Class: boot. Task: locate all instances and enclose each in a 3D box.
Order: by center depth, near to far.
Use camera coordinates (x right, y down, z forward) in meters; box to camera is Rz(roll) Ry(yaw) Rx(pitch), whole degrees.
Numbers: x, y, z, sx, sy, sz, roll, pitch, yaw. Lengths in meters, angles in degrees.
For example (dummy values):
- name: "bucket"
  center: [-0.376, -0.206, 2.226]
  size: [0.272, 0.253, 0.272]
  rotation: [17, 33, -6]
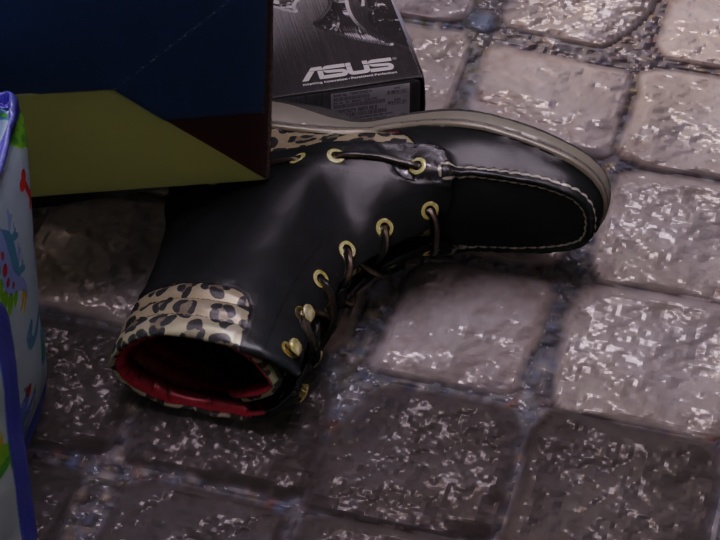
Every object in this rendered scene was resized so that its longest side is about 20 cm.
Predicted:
- name: "boot"
  center: [-0.001, 0.001, 1.025]
  size: [0.203, 0.074, 0.154]
  rotation: [8, 47, 11]

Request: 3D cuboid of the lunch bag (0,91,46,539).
- name: "lunch bag"
  center: [-0.189, 0.049, 0.898]
  size: [0.127, 0.170, 0.200]
  rotation: [6, 42, 6]

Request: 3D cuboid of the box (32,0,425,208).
- name: "box"
  center: [-0.082, -0.111, 1.157]
  size: [0.199, 0.048, 0.159]
  rotation: [-8, 44, -9]

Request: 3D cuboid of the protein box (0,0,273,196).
- name: "protein box"
  center: [-0.145, -0.150, 1.014]
  size: [0.198, 0.135, 0.201]
  rotation: [-4, 52, -7]
